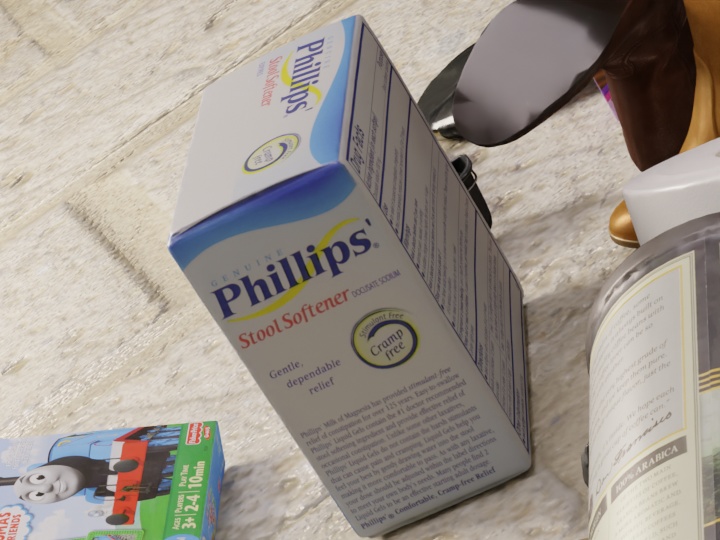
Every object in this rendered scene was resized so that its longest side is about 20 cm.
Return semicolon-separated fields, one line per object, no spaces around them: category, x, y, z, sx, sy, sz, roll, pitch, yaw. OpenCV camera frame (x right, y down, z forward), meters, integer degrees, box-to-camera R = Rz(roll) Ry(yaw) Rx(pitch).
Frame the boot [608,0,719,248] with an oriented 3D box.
boot;0.194;-0.100;1.258;0.201;0.144;0.071;-20;26;28

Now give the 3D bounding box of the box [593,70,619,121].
box;0.211;-0.192;1.425;0.200;0.137;0.039;-26;24;18

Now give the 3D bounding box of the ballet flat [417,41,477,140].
ballet flat;0.119;-0.129;1.551;0.200;0.057;0.067;-25;52;30

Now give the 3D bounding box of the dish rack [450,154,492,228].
dish rack;-0.004;-0.032;1.490;0.153;0.055;0.200;-32;23;0

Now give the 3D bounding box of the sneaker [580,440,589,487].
sneaker;0.193;0.059;1.054;0.199;0.078;0.085;-20;15;3

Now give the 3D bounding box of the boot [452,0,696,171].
boot;0.139;-0.097;1.320;0.064;0.200;0.186;36;78;29

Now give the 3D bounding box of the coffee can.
coffee can;0.154;0.096;0.880;0.146;0.146;0.200;-22;37;24

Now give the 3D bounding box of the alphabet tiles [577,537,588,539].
alphabet tiles;0.033;0.145;0.996;0.200;0.006;0.166;-14;5;27

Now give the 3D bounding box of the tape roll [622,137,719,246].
tape roll;0.225;-0.038;1.106;0.202;0.071;0.202;-19;6;2

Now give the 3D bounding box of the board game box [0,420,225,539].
board game box;-0.179;0.142;1.304;0.199;0.037;0.151;-6;28;4

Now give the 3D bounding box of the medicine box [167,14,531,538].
medicine box;0.000;0.000;1.236;0.103;0.200;0.182;-26;24;16
